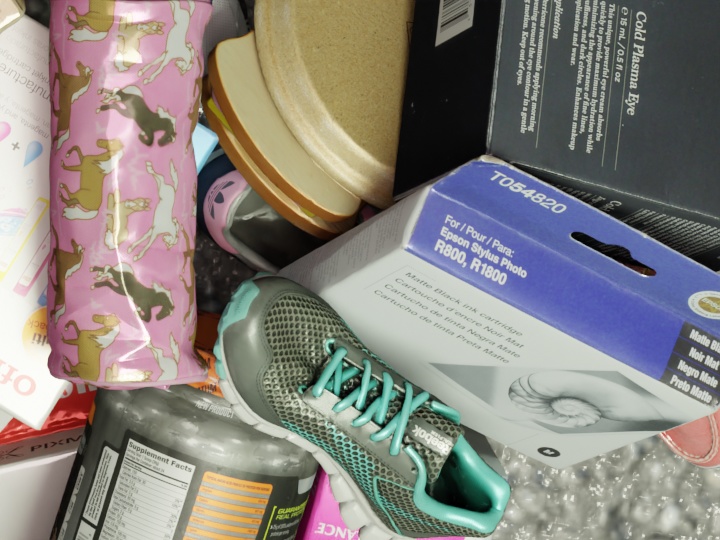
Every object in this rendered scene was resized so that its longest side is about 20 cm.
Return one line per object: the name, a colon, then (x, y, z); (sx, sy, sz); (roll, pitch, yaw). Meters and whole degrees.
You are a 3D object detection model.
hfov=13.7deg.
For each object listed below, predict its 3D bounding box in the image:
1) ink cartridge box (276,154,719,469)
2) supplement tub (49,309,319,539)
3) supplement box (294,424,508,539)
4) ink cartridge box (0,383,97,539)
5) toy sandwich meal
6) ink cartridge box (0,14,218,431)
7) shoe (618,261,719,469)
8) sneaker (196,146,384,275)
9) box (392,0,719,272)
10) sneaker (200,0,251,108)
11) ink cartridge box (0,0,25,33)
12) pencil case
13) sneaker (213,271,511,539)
ink cartridge box: (0.082, 0.027, 1.502); (0.199, 0.200, 0.041); (26, 61, -22)
supplement tub: (-0.094, 0.128, 1.547); (0.122, 0.123, 0.201); (17, 101, -11)
supplement box: (0.000, 0.180, 1.628); (0.101, 0.103, 0.201); (13, 103, -11)
ink cartridge box: (-0.170, 0.098, 1.617); (0.199, 0.045, 0.177); (-13, 106, -4)
toy sandwich meal: (0.014, -0.102, 1.559); (0.205, 0.070, 0.206); (11, 67, -27)
ink cartridge box: (-0.184, -0.018, 1.529); (0.128, 0.125, 0.200); (31, 87, -14)
shoe: (0.138, 0.034, 1.605); (0.071, 0.091, 0.200); (-17, 105, 42)
sneaker: (0.000, 0.000, 1.594); (0.200, 0.082, 0.070); (23, 99, -12)
box: (0.127, -0.117, 1.512); (0.182, 0.104, 0.201); (14, 73, -23)
sneaker: (-0.116, -0.161, 1.524); (0.075, 0.115, 0.200); (-32, 105, 2)
ink cartridge box: (-0.240, -0.183, 1.459); (0.075, 0.200, 0.165); (-36, 104, 2)
pencil case: (-0.111, -0.040, 1.436); (0.086, 0.083, 0.201); (-2, 96, -35)
sneaker: (0.008, 0.069, 1.473); (0.200, 0.091, 0.078); (46, 61, -39)
